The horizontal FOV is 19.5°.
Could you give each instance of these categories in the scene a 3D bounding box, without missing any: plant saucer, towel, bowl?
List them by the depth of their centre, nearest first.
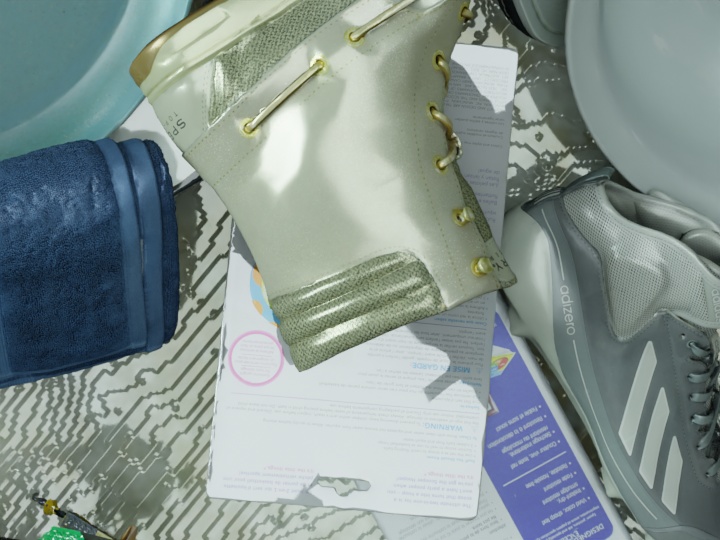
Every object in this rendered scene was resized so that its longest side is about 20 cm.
[{"bbox_3d":[-0.154,-0.127,0.811,0.200,0.027,0.200,-13,114,-31],"label":"plant saucer"},{"bbox_3d":[-0.170,0.012,0.828,0.200,0.049,0.112,-14,139,-16],"label":"towel"},{"bbox_3d":[0.187,-0.118,0.892,0.201,0.090,0.201,3,125,4],"label":"bowl"}]

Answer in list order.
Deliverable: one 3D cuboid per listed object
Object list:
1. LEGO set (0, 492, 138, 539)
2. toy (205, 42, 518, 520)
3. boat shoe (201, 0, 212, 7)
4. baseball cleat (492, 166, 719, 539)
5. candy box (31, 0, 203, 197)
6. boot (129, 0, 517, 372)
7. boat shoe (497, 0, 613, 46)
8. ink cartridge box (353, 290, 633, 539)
[{"bbox_3d":[-0.154,0.172,0.907,0.200,0.116,0.154,-5,73,31],"label":"LEGO set"},{"bbox_3d":[0.000,0.000,0.897,0.115,0.047,0.200,6,90,-5],"label":"toy"},{"bbox_3d":[-0.009,-0.180,0.886,0.068,0.074,0.199,12,117,-43],"label":"boat shoe"},{"bbox_3d":[0.137,0.047,0.909,0.106,0.070,0.200,-26,112,30],"label":"baseball cleat"},{"bbox_3d":[-0.181,-0.068,0.907,0.200,0.072,0.168,-31,95,1],"label":"candy box"},{"bbox_3d":[0.029,-0.065,0.838,0.200,0.072,0.155,-28,89,-1],"label":"boot"},{"bbox_3d":[0.072,-0.197,0.915,0.076,0.060,0.200,-3,94,-36],"label":"boat shoe"},{"bbox_3d":[0.048,0.085,0.948,0.099,0.039,0.200,-28,94,-1],"label":"ink cartridge box"}]
